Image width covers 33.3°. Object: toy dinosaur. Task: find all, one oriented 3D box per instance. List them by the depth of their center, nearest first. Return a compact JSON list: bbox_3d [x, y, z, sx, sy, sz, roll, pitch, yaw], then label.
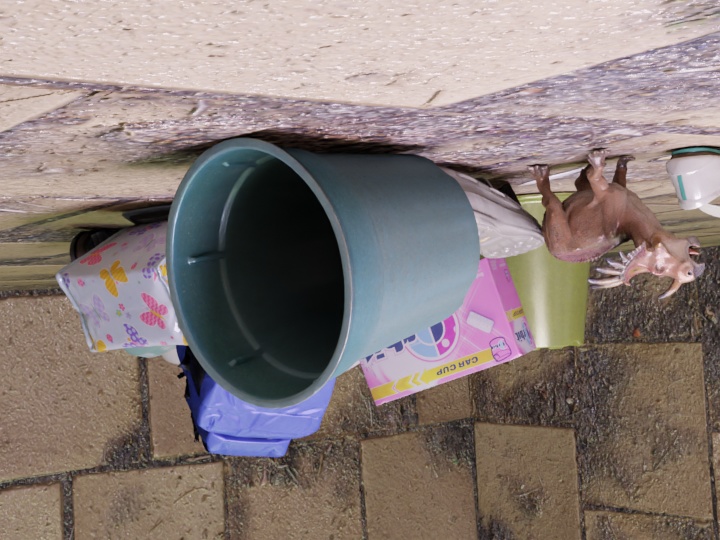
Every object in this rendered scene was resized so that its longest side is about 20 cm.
[{"bbox_3d":[0.222,-0.038,1.148,0.085,0.137,0.199,-2,178,-30],"label":"toy dinosaur"}]

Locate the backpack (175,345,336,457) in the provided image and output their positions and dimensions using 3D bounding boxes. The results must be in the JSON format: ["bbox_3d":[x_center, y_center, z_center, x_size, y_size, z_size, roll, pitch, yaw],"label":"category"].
[{"bbox_3d":[-0.139,0.105,1.396,0.161,0.169,0.200,13,-152,-28],"label":"backpack"}]

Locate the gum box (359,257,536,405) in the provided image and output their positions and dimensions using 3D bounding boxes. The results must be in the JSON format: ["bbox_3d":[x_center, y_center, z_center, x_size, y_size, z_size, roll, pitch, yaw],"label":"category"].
[{"bbox_3d":[0.084,0.069,1.365,0.199,0.114,0.066,-21,176,25],"label":"gum box"}]

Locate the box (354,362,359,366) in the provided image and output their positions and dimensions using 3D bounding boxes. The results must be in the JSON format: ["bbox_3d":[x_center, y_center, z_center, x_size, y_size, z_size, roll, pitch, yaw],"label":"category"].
[{"bbox_3d":[-0.072,0.047,1.690,0.101,0.202,0.112,-6,-169,46],"label":"box"}]

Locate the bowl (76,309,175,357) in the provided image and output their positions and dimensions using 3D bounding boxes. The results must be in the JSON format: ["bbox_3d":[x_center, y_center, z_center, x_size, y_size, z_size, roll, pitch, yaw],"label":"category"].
[{"bbox_3d":[-0.272,0.043,1.635,0.200,0.106,0.201,-28,-164,9],"label":"bowl"}]

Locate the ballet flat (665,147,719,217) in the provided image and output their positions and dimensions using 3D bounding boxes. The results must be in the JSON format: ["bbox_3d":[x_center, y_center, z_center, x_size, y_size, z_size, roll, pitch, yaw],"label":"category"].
[{"bbox_3d":[0.369,-0.082,1.175,0.199,0.070,0.069,-2,177,-38],"label":"ballet flat"}]

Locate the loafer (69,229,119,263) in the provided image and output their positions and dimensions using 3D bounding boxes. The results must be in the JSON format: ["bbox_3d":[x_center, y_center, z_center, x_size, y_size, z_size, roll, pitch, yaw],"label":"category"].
[{"bbox_3d":[-0.316,-0.027,1.563,0.062,0.072,0.200,-22,-178,8],"label":"loafer"}]

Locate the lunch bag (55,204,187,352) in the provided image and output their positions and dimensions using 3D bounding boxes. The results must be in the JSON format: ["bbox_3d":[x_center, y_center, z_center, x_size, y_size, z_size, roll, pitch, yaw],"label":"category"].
[{"bbox_3d":[-0.202,-0.008,1.320,0.168,0.128,0.200,-5,-156,38],"label":"lunch bag"}]

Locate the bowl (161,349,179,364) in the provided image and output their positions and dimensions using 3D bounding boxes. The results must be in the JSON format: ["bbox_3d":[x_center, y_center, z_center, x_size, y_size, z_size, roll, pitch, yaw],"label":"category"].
[{"bbox_3d":[-0.203,0.034,1.755,0.198,0.202,0.075,1,153,12],"label":"bowl"}]

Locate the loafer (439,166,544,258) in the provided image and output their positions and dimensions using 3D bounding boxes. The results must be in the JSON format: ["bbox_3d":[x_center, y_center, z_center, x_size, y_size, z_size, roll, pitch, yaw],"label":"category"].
[{"bbox_3d":[0.123,-0.057,1.181,0.069,0.070,0.199,-20,161,27],"label":"loafer"}]

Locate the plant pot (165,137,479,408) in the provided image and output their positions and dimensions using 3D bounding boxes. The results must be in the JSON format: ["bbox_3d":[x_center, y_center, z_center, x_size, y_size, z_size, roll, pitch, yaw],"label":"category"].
[{"bbox_3d":[-0.018,-0.010,0.962,0.199,0.202,0.195,-6,-176,42],"label":"plant pot"}]

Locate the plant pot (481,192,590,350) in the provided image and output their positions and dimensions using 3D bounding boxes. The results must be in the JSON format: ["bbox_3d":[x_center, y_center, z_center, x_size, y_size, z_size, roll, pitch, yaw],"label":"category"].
[{"bbox_3d":[0.220,0.006,1.552,0.198,0.192,0.200,-3,177,0],"label":"plant pot"}]

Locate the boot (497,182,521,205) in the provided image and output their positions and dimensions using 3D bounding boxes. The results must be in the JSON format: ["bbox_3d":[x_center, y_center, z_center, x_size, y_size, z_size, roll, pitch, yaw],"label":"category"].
[{"bbox_3d":[0.091,-0.028,1.357,0.199,0.069,0.188,-27,-172,6],"label":"boot"}]
